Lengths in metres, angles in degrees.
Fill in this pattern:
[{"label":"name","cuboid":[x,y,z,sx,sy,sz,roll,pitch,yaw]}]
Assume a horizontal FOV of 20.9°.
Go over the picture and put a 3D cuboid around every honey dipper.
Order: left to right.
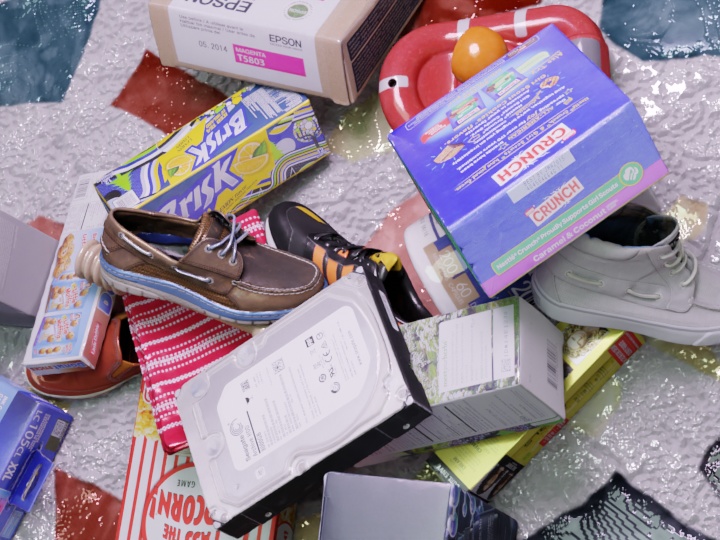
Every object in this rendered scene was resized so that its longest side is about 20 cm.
[{"label":"honey dipper","cuboid":[-0.158,0.024,1.679,0.199,0.038,0.038,23,83,24]}]

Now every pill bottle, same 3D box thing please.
[{"label":"pill bottle","cuboid":[0.145,-0.036,1.629,0.199,0.111,0.111,-31,67,10]}]

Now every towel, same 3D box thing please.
[{"label":"towel","cuboid":[-0.127,0.052,1.686,0.144,0.023,0.201,-23,57,4]}]

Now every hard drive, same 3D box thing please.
[{"label":"hard drive","cuboid":[-0.050,0.105,1.561,0.199,0.038,0.140,-34,53,18]}]

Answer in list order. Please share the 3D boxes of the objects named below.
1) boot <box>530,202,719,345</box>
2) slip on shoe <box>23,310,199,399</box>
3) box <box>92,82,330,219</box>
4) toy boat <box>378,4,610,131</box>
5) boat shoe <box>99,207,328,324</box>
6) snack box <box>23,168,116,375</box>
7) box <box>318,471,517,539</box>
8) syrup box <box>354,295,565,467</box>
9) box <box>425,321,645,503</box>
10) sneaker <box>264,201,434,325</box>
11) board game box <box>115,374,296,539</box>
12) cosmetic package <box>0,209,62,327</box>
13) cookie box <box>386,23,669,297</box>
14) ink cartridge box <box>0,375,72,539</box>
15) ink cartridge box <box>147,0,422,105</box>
[{"label":"boot","cuboid":[0.240,0.000,1.545,0.198,0.096,0.074,4,47,-17]},{"label":"slip on shoe","cuboid":[-0.216,0.067,1.758,0.199,0.061,0.075,-13,72,16]},{"label":"box","cuboid":[-0.132,-0.091,1.732,0.199,0.070,0.064,-32,45,-9]},{"label":"toy boat","cuboid":[0.109,-0.168,1.669,0.198,0.131,0.132,-7,72,18]},{"label":"boat shoe","cuboid":[-0.125,-0.008,1.637,0.198,0.073,0.073,8,43,6]},{"label":"snack box","cuboid":[-0.249,-0.002,1.775,0.071,0.024,0.201,-7,57,33]},{"label":"box","cuboid":[0.043,0.250,1.536,0.106,0.200,0.150,2,76,21]},{"label":"syrup box","cuboid":[0.059,0.092,1.569,0.199,0.081,0.079,-16,56,29]},{"label":"box","cuboid":[0.145,0.108,1.611,0.200,0.075,0.050,-46,67,1]},{"label":"sneaker","cuboid":[0.000,0.000,1.675,0.200,0.070,0.090,52,132,19]},{"label":"board game box","cuboid":[-0.130,0.194,1.699,0.150,0.046,0.202,3,76,21]},{"label":"cosmetic package","cuboid":[-0.352,-0.010,1.755,0.106,0.200,0.091,4,74,23]},{"label":"cookie box","cuboid":[0.126,-0.091,1.533,0.171,0.075,0.200,-34,27,4]},{"label":"ink cartridge box","cuboid":[-0.356,0.158,1.777,0.199,0.076,0.137,25,84,22]},{"label":"ink cartridge box","cuboid":[-0.064,-0.243,1.749,0.199,0.075,0.165,14,49,22]}]
